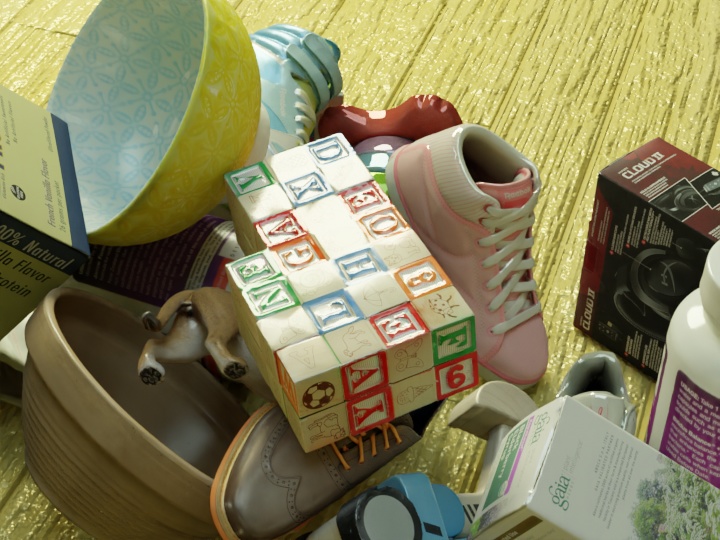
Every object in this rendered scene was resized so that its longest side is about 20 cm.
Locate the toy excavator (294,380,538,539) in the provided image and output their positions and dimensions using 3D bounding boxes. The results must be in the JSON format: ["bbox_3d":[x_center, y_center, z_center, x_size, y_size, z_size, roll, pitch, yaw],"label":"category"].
[{"bbox_3d":[0.050,0.167,0.931,0.198,0.100,0.196,3,59,-37],"label":"toy excavator"}]

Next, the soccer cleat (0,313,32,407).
[{"bbox_3d":[-0.281,0.041,1.095,0.199,0.070,0.077,30,49,25],"label":"soccer cleat"}]

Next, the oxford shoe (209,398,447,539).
[{"bbox_3d":[-0.011,0.097,0.904,0.073,0.072,0.200,-21,14,48],"label":"oxford shoe"}]

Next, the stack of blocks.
[{"bbox_3d":[-0.022,0.007,0.925,0.114,0.059,0.201,-20,43,-13],"label":"stack of blocks"}]

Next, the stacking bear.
[{"bbox_3d":[0.013,-0.022,1.155,0.120,0.114,0.201,-5,47,25],"label":"stacking bear"}]

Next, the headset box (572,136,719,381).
[{"bbox_3d":[0.245,0.010,1.095,0.077,0.150,0.199,-28,48,-33],"label":"headset box"}]

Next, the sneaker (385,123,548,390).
[{"bbox_3d":[0.096,-0.013,1.077,0.075,0.104,0.202,-25,89,-37],"label":"sneaker"}]

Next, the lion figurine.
[{"bbox_3d":[-0.068,0.060,0.989,0.072,0.200,0.123,-33,29,20],"label":"lion figurine"}]

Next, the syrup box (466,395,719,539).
[{"bbox_3d":[0.169,0.166,0.883,0.199,0.081,0.079,31,55,-7],"label":"syrup box"}]

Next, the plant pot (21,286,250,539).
[{"bbox_3d":[-0.150,0.111,0.964,0.093,0.200,0.201,-48,47,9],"label":"plant pot"}]

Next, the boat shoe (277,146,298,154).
[{"bbox_3d":[0.000,0.000,1.044,0.084,0.069,0.201,-35,91,-4],"label":"boat shoe"}]

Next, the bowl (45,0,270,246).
[{"bbox_3d":[-0.127,-0.101,1.038,0.107,0.201,0.201,22,25,-37],"label":"bowl"}]

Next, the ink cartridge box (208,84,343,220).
[{"bbox_3d":[-0.115,-0.099,1.241,0.198,0.105,0.059,-13,41,-18],"label":"ink cartridge box"}]

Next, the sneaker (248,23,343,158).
[{"bbox_3d":[-0.048,-0.115,1.146,0.130,0.080,0.201,-25,65,-22],"label":"sneaker"}]

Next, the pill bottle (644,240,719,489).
[{"bbox_3d":[0.248,0.078,0.971,0.111,0.202,0.113,2,39,-1],"label":"pill bottle"}]

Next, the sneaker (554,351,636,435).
[{"bbox_3d":[0.147,0.131,0.981,0.077,0.100,0.201,3,40,1],"label":"sneaker"}]

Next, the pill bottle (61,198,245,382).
[{"bbox_3d":[-0.158,0.003,1.109,0.198,0.112,0.112,16,41,15],"label":"pill bottle"}]

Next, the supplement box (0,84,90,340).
[{"bbox_3d":[-0.319,-0.035,0.973,0.199,0.199,0.135,30,29,-41],"label":"supplement box"}]
